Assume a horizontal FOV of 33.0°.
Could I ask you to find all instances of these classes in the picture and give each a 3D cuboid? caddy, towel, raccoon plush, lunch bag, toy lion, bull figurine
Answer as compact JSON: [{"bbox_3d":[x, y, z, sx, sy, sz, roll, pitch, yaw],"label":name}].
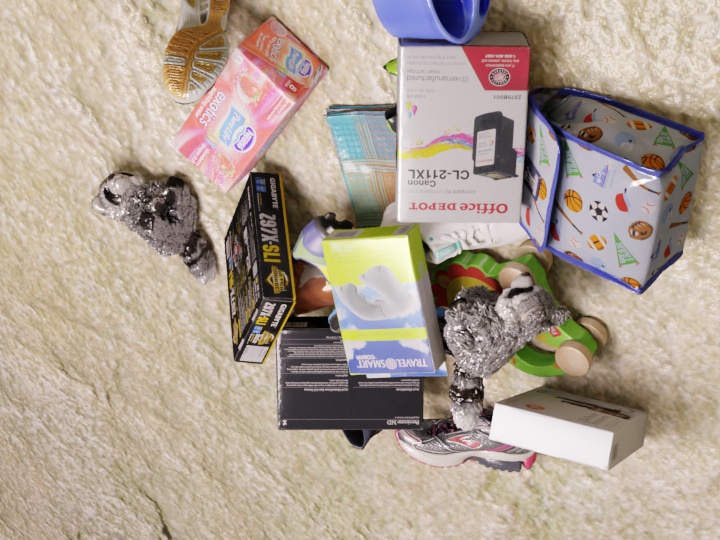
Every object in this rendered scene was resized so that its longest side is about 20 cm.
[{"bbox_3d":[0.077,-0.336,1.265,0.104,0.141,0.202,4,125,35],"label":"caddy"},{"bbox_3d":[0.040,-0.116,1.535,0.145,0.022,0.202,3,124,31],"label":"towel"},{"bbox_3d":[0.181,0.100,1.448,0.133,0.096,0.203,12,115,41],"label":"raccoon plush"},{"bbox_3d":[-0.304,-0.058,1.742,0.133,0.097,0.202,11,130,35],"label":"raccoon plush"},{"bbox_3d":[0.259,-0.095,1.349,0.199,0.123,0.172,30,136,31],"label":"lunch bag"},{"bbox_3d":[0.187,0.056,1.551,0.191,0.069,0.201,-24,109,49],"label":"toy lion"},{"bbox_3d":[-0.063,0.011,1.660,0.198,0.065,0.122,-13,124,32],"label":"bull figurine"}]

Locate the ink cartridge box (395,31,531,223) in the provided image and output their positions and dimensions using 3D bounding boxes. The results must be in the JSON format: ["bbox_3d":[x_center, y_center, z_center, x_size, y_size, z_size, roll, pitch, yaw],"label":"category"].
[{"bbox_3d":[0.112,-0.158,1.353,0.143,0.083,0.203,0,112,1],"label":"ink cartridge box"}]

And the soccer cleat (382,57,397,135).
[{"bbox_3d":[0.073,-0.161,1.430,0.080,0.068,0.203,-15,113,-6],"label":"soccer cleat"}]

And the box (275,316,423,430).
[{"bbox_3d":[-0.013,0.137,1.638,0.197,0.079,0.143,0,100,1],"label":"box"}]

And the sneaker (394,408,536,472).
[{"bbox_3d":[0.146,0.221,1.674,0.197,0.081,0.076,2,122,3],"label":"sneaker"}]

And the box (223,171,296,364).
[{"bbox_3d":[-0.136,-0.004,1.607,0.049,0.202,0.160,3,145,-18],"label":"box"}]

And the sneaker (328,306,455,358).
[{"bbox_3d":[0.053,0.081,1.546,0.197,0.084,0.071,9,169,9],"label":"sneaker"}]

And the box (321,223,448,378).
[{"bbox_3d":[0.031,0.047,1.481,0.120,0.048,0.203,-3,110,27],"label":"box"}]

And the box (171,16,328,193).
[{"bbox_3d":[-0.141,-0.205,1.530,0.102,0.095,0.200,42,134,-4],"label":"box"}]

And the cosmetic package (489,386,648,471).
[{"bbox_3d":[0.263,0.192,1.509,0.149,0.199,0.052,10,95,24],"label":"cosmetic package"}]

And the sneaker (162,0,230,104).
[{"bbox_3d":[-0.194,-0.261,1.466,0.075,0.202,0.088,12,141,-5],"label":"sneaker"}]

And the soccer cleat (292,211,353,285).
[{"bbox_3d":[0.000,-0.001,1.571,0.199,0.065,0.084,33,118,-27],"label":"soccer cleat"}]

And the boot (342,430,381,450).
[{"bbox_3d":[0.004,0.155,1.708,0.074,0.097,0.202,4,125,30],"label":"boot"}]

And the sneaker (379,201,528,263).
[{"bbox_3d":[0.117,-0.042,1.482,0.197,0.089,0.076,-4,122,18],"label":"sneaker"}]
